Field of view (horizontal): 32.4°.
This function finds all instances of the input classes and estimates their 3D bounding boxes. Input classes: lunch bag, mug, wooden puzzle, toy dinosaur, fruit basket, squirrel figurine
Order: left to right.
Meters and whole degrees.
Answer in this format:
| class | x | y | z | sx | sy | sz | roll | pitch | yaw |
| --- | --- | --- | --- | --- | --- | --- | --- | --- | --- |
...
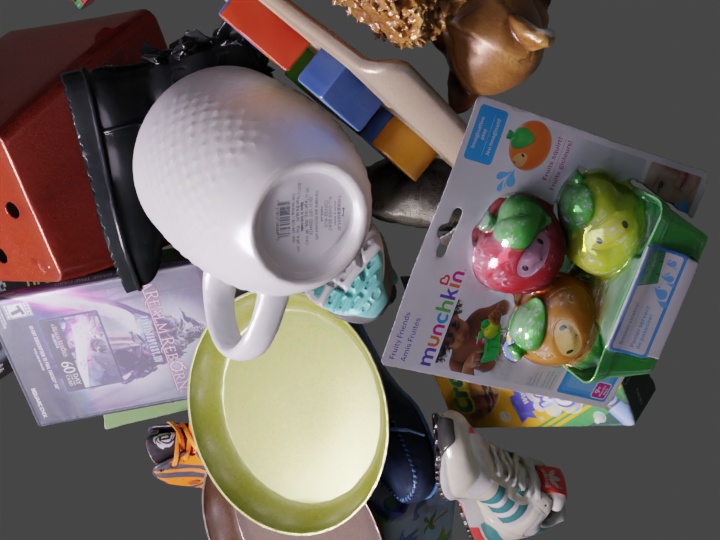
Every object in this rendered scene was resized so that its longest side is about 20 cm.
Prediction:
| class | x | y | z | sx | sy | sz | roll | pitch | yaw |
| --- | --- | --- | --- | --- | --- | --- | --- | --- | --- |
| mug | -0.076 | -0.034 | 0.896 | 0.175 | 0.146 | 0.202 | 36 | 117 | 58 |
| lunch bag | -0.017 | 0.212 | 1.156 | 0.199 | 0.127 | 0.171 | 32 | 134 | 33 |
| wooden puzzle | -0.012 | -0.128 | 0.853 | 0.200 | 0.046 | 0.185 | 37 | -179 | 34 |
| squirrel figurine | 0.035 | -0.189 | 0.777 | 0.141 | 0.200 | 0.188 | -29 | 92 | 39 |
| toy dinosaur | 0.045 | -0.063 | 0.926 | 0.199 | 0.102 | 0.077 | 26 | 132 | 18 |
| fruit basket | 0.129 | -0.001 | 0.824 | 0.094 | 0.199 | 0.187 | 37 | 110 | 54 |

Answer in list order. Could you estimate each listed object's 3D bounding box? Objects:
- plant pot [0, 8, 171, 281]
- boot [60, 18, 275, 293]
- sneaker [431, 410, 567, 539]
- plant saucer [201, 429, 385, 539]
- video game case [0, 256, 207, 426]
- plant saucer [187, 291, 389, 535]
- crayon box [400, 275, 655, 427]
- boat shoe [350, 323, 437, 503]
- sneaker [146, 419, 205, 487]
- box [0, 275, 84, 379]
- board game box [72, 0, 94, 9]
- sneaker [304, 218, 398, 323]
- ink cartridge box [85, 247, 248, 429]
| class | x | y | z | sx | sy | sz | roll | pitch | yaw |
| --- | --- | --- | --- | --- | --- | --- | --- | --- | --- |
| plant pot | -0.270 | -0.092 | 1.083 | 0.199 | 0.176 | 0.201 | 0 | 120 | 35 |
| boot | -0.140 | -0.093 | 0.994 | 0.073 | 0.161 | 0.200 | -136 | 32 | -70 |
| sneaker | 0.119 | 0.167 | 1.025 | 0.093 | 0.071 | 0.200 | -11 | 143 | 13 |
| plant saucer | -0.053 | 0.227 | 1.075 | 0.199 | 0.032 | 0.202 | 14 | 115 | 32 |
| video game case | -0.208 | 0.063 | 1.081 | 0.198 | 0.019 | 0.144 | -10 | 125 | 4 |
| plant saucer | -0.055 | 0.112 | 1.004 | 0.198 | 0.031 | 0.202 | 4 | 97 | 33 |
| crayon box | 0.121 | 0.061 | 0.993 | 0.199 | 0.052 | 0.127 | -7 | 115 | 39 |
| boat shoe | -0.007 | 0.118 | 1.056 | 0.200 | 0.068 | 0.085 | 52 | 129 | 35 |
| sneaker | -0.150 | 0.157 | 1.194 | 0.111 | 0.078 | 0.201 | -3 | 137 | -11 |
| box | -0.363 | 0.022 | 1.213 | 0.049 | 0.200 | 0.159 | 18 | 129 | 32 |
| board game box | -0.212 | -0.308 | 1.000 | 0.103 | 0.019 | 0.200 | 52 | 135 | -4 |
| sneaker | 0.000 | 0.000 | 0.976 | 0.091 | 0.200 | 0.078 | 39 | 96 | -23 |
| ink cartridge box | -0.174 | 0.071 | 1.154 | 0.048 | 0.144 | 0.201 | -124 | 29 | -49 |
